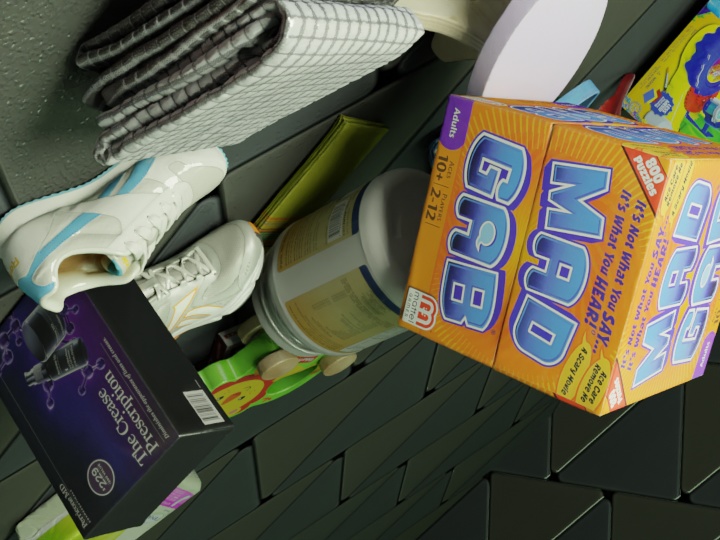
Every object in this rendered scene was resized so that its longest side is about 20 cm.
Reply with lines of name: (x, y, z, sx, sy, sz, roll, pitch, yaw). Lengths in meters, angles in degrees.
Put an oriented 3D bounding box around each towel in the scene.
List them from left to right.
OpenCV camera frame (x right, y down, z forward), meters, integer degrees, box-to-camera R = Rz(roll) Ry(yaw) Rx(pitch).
towel: (-0.080, -0.152, 0.773, 0.200, 0.086, 0.165, -23, 178, 34)
towel: (-0.056, -0.077, 1.125, 0.200, 0.018, 0.086, -48, 161, 23)

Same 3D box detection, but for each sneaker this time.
sneaker: (-0.188, -0.038, 0.902, 0.200, 0.081, 0.077, -31, 156, -20)
sneaker: (-0.179, 0.021, 1.052, 0.200, 0.076, 0.092, -41, 154, 4)

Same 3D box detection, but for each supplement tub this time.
supplement tub: (0.000, 0.000, 1.084, 0.144, 0.145, 0.200, -15, 173, -45)

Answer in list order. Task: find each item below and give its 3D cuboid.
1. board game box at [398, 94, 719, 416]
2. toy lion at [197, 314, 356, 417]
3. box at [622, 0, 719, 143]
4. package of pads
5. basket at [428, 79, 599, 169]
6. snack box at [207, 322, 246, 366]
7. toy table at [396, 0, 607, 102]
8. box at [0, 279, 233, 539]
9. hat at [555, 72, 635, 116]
board game box: (0.185, -0.024, 0.937, 0.200, 0.199, 0.201, -8, 115, -51)
toy lion: (-0.128, 0.127, 1.304, 0.192, 0.069, 0.200, -39, 159, 24)
box: (0.471, -0.224, 1.389, 0.122, 0.193, 0.200, -27, 158, -54)
package of pads: (-0.311, 0.294, 1.405, 0.200, 0.068, 0.155, -37, 158, -1)
basket: (0.164, -0.121, 1.206, 0.176, 0.139, 0.200, -33, 168, -9)
snack box: (-0.156, 0.125, 1.362, 0.072, 0.024, 0.200, -22, 154, -32)
toy table: (0.121, -0.219, 0.970, 0.183, 0.117, 0.200, -20, 152, -37)
box: (-0.224, 0.104, 0.967, 0.141, 0.200, 0.079, -48, 157, 23)
hat: (0.305, -0.140, 1.318, 0.175, 0.201, 0.166, -11, 180, -18)
